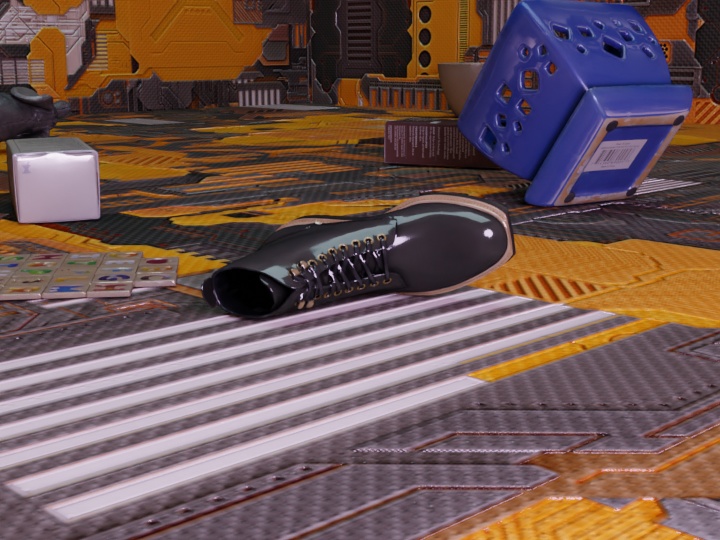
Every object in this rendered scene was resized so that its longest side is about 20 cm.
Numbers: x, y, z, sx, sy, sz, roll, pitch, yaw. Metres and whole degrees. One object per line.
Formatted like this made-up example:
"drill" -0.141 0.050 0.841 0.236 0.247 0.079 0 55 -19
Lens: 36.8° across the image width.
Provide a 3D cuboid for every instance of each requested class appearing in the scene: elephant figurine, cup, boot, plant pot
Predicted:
"elephant figurine" -0.624 -0.290 2.015 0.200 0.155 0.142 -1 -28 -25
"cup" 0.306 -0.487 2.920 0.200 0.143 0.200 0 12 0
"boot" 0.000 0.000 0.780 0.200 0.078 0.138 -9 11 26
"plant pot" 0.265 -0.193 1.311 0.200 0.200 0.180 -7 51 -33

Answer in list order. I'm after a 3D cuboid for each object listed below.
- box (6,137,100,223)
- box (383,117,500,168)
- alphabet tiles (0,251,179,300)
"box" -0.362 -0.110 1.269 0.095 0.078 0.200 -4 12 -18
"box" 0.147 -0.207 1.748 0.200 0.075 0.100 7 13 23
"alphabet tiles" -0.253 0.003 0.901 0.200 0.006 0.166 -1 11 -7
